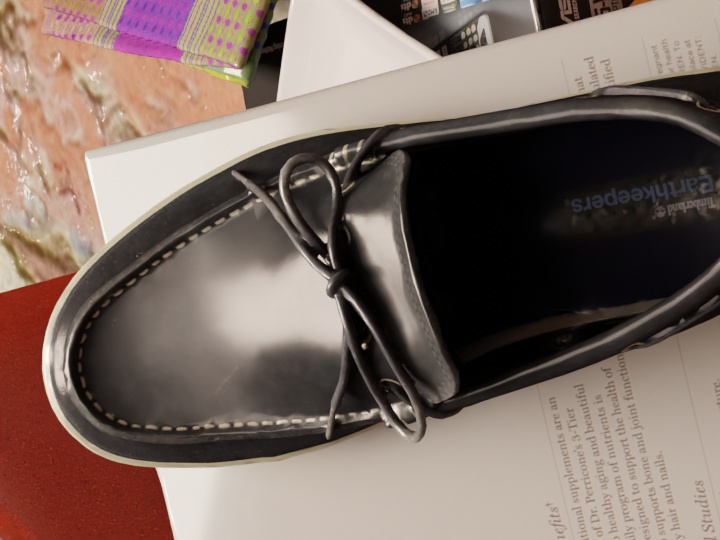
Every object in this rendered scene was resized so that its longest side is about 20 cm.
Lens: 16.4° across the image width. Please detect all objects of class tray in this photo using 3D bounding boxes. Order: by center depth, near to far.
[{"bbox_3d":[0.000,0.000,0.899,0.107,0.022,0.201,41,131,46],"label":"tray"}]

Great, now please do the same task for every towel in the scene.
[{"bbox_3d":[-0.066,-0.152,1.010,0.200,0.023,0.144,20,88,58],"label":"towel"}]

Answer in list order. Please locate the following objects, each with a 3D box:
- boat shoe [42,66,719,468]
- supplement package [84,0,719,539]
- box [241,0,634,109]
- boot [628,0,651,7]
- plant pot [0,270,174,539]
[{"bbox_3d":[0.011,0.000,0.572,0.199,0.062,0.075,-15,91,19],"label":"boat shoe"},{"bbox_3d":[0.058,0.015,0.669,0.199,0.151,0.153,-13,91,17],"label":"supplement package"},{"bbox_3d":[0.033,-0.027,0.907,0.200,0.050,0.159,-8,91,58],"label":"box"},{"bbox_3d":[0.106,0.009,0.766,0.200,0.068,0.189,-38,69,24],"label":"boot"},{"bbox_3d":[-0.119,0.136,1.070,0.176,0.199,0.201,35,126,36],"label":"plant pot"}]
